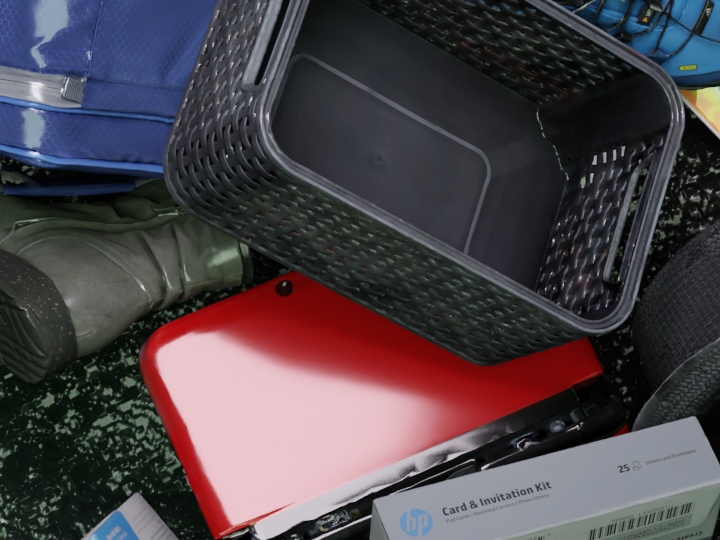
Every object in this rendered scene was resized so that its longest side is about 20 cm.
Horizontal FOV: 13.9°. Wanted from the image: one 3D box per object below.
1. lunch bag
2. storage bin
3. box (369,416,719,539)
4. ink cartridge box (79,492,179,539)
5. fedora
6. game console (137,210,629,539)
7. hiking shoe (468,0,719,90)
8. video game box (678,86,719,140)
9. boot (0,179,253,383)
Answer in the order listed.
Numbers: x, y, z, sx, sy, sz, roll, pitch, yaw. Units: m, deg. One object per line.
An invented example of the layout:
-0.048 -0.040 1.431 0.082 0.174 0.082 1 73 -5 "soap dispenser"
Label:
-0.125 -0.099 1.362 0.136 0.200 0.132 14 99 44 "lunch bag"
0.030 -0.058 1.307 0.200 0.094 0.135 28 66 -24 "storage bin"
0.079 0.155 1.363 0.156 0.200 0.041 -14 54 -12 "box"
-0.077 0.212 1.433 0.068 0.116 0.200 -41 90 9 "ink cartridge box"
0.202 0.022 1.387 0.201 0.201 0.092 -34 59 7 "fedora"
0.018 0.088 1.406 0.200 0.119 0.172 -23 135 -8 "game console"
0.107 -0.126 1.351 0.200 0.087 0.074 15 101 -3 "hiking shoe"
0.200 -0.163 1.408 0.200 0.047 0.182 45 100 0 "video game box"
-0.144 -0.016 1.427 0.131 0.200 0.068 -24 126 -27 "boot"
